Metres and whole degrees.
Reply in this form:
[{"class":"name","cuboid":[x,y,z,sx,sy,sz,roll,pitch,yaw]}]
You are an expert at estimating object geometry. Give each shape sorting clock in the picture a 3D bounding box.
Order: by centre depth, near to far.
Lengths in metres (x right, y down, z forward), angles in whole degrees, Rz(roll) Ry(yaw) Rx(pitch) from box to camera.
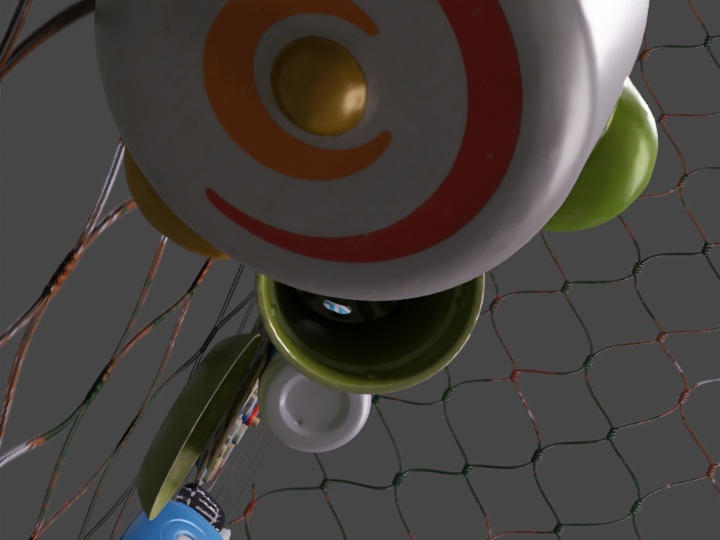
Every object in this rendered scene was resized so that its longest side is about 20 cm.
[{"class":"shape sorting clock","cuboid":[-0.143,0.178,1.878,0.200,0.039,0.200,-61,176,-7]}]

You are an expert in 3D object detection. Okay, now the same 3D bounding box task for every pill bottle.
[{"class":"pill bottle","cuboid":[-0.047,0.095,1.548,0.111,0.111,0.200,-61,-170,16]}]

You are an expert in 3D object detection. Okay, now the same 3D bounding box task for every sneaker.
[{"class":"sneaker","cuboid":[-0.227,0.326,1.821,0.081,0.074,0.200,-40,-172,31]}]

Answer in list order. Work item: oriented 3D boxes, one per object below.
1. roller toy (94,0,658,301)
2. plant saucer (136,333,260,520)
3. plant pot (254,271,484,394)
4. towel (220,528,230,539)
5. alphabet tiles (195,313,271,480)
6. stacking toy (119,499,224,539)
[{"class":"roller toy","cuboid":[0.002,-0.089,0.554,0.140,0.199,0.183,-55,145,-55]},{"class":"plant saucer","cuboid":[-0.156,0.139,1.432,0.200,0.031,0.200,-60,177,-6]},{"class":"plant pot","cuboid":[0.000,0.000,1.414,0.201,0.200,0.184,-60,-172,2]},{"class":"towel","cuboid":[-0.243,0.406,1.844,0.171,0.048,0.200,-33,-165,37]},{"class":"alphabet tiles","cuboid":[-0.120,0.110,1.555,0.200,0.006,0.167,-62,-169,19]},{"class":"stacking toy","cuboid":[-0.234,0.345,1.617,0.200,0.116,0.110,-49,180,29]}]
